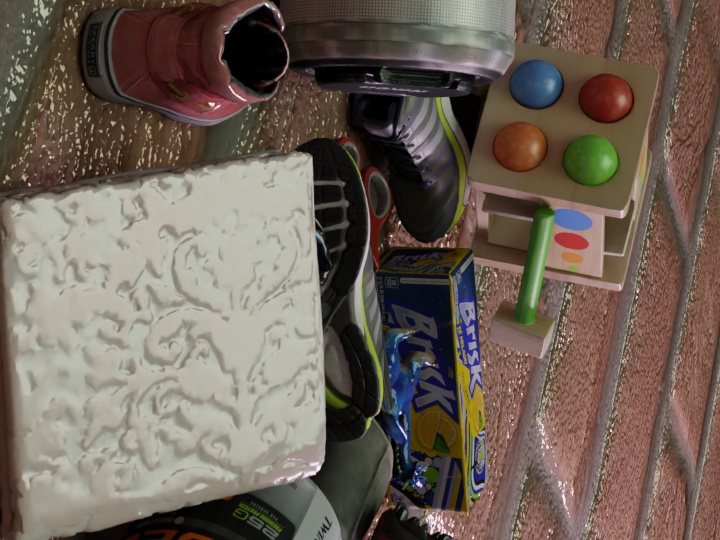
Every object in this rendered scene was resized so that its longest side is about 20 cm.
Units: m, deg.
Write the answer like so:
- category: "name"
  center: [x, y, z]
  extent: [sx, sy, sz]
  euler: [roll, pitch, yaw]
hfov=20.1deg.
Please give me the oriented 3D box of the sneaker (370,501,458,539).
- category: "sneaker"
  center: [0.025, 0.230, 1.478]
  extent: [0.098, 0.071, 0.201]
  euler: [-53, 171, -15]

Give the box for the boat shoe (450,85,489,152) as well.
- category: "boat shoe"
  center: [0.081, -0.160, 1.620]
  extent: [0.068, 0.072, 0.201]
  euler: [-59, 144, -52]

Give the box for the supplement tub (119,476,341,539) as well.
- category: "supplement tub"
  center: [-0.096, 0.202, 1.150]
  extent: [0.200, 0.122, 0.123]
  euler: [-61, 147, -49]

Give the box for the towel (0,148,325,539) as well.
- category: "towel"
  center: [-0.109, 0.039, 1.102]
  extent: [0.199, 0.032, 0.192]
  euler: [-10, 104, -34]

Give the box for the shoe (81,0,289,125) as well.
- category: "shoe"
  center: [-0.077, -0.122, 1.200]
  extent: [0.200, 0.091, 0.072]
  euler: [-5, 97, -68]

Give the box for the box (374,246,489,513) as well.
- category: "box"
  center: [0.055, 0.085, 1.585]
  extent: [0.064, 0.070, 0.201]
  euler: [-47, 136, -62]

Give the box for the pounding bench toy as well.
- category: "pounding bench toy"
  center: [0.147, -0.051, 1.555]
  extent: [0.156, 0.124, 0.201]
  euler: [79, 25, -64]

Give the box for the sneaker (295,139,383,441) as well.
- category: "sneaker"
  center: [-0.022, 0.011, 1.377]
  extent: [0.081, 0.073, 0.201]
  euler: [-46, 134, -81]

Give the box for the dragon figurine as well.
- category: "dragon figurine"
  center: [0.010, 0.094, 1.489]
  extent: [0.200, 0.059, 0.100]
  euler: [54, 43, -59]

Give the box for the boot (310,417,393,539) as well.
- category: "boot"
  center: [-0.031, 0.164, 1.379]
  extent: [0.182, 0.072, 0.200]
  euler: [90, 24, -45]

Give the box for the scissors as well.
- category: "scissors"
  center: [0.000, 0.000, 1.444]
  extent: [0.073, 0.014, 0.201]
  euler: [37, 45, -49]

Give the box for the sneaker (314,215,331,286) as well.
- category: "sneaker"
  center: [-0.060, 0.007, 1.231]
  extent: [0.200, 0.111, 0.073]
  euler: [42, 55, -63]

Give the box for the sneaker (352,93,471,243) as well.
- category: "sneaker"
  center: [0.030, -0.109, 1.522]
  extent: [0.081, 0.074, 0.201]
  euler: [-38, 126, -44]

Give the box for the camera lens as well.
- category: "camera lens"
  center: [0.027, -0.221, 1.358]
  extent: [0.160, 0.159, 0.201]
  euler: [3, 90, -68]
